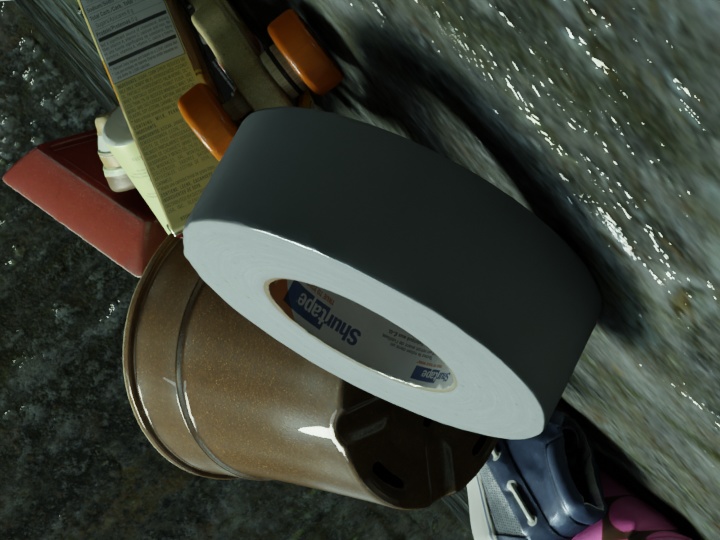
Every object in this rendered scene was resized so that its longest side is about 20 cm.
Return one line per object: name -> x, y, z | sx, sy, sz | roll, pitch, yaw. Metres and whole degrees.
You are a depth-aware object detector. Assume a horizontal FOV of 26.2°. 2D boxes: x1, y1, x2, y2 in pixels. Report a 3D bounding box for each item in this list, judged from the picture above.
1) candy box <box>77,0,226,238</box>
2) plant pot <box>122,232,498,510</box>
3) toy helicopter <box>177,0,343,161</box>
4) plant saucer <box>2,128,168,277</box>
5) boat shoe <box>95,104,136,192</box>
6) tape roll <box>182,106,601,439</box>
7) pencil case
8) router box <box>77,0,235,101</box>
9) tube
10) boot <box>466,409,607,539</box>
candy box -> -0.120, -0.118, 0.955 | 0.115, 0.055, 0.201 | 48, -162, -85
plant pot -> -0.018, 0.059, 1.015 | 0.198, 0.201, 0.201 | 10, 147, 47
toy helicopter -> -0.058, -0.116, 0.884 | 0.132, 0.079, 0.200 | 44, -170, -47
plant saucer -> -0.163, -0.078, 1.292 | 0.199, 0.199, 0.037 | 32, 129, 36
boat shoe -> -0.165, -0.136, 1.257 | 0.200, 0.071, 0.077 | -75, -35, -65
tape roll -> 0.014, 0.005, 0.754 | 0.199, 0.066, 0.200 | 25, 163, 8
pencil case -> 0.161, 0.190, 1.094 | 0.091, 0.094, 0.200 | 50, 173, -23
router box -> -0.107, -0.123, 1.135 | 0.200, 0.062, 0.150 | 52, 173, -33
tube -> -0.117, -0.042, 1.138 | 0.058, 0.052, 0.200 | 12, 148, 38
boot -> 0.115, 0.113, 1.089 | 0.072, 0.090, 0.201 | 23, -142, -37
